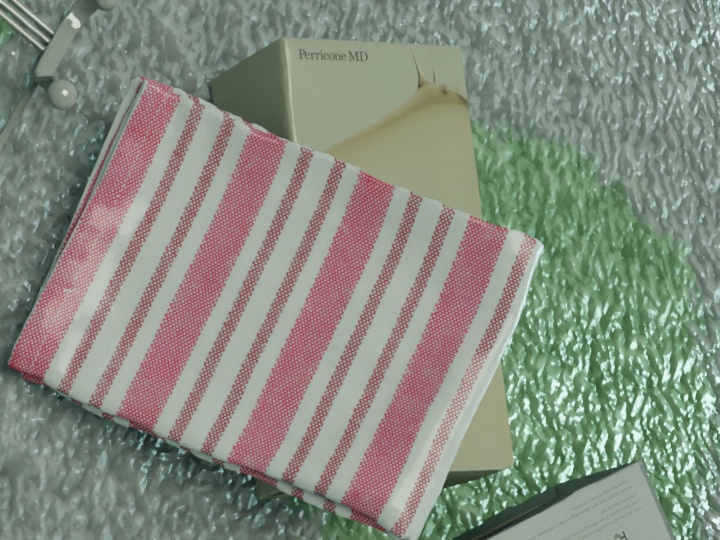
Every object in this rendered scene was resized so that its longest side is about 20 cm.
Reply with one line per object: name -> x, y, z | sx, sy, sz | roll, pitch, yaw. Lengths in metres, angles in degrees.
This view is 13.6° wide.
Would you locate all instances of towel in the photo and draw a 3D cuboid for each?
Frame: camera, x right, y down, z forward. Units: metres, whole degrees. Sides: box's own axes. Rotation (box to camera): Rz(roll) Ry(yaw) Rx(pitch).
towel -> -0.037, 0.016, 1.311 | 0.199, 0.030, 0.147 | 23, 82, 6

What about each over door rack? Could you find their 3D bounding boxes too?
over door rack -> -0.203, -0.089, 1.284 | 0.148, 0.067, 0.201 | 39, 60, -17

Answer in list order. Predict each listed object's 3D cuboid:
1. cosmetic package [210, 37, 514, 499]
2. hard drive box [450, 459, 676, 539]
cosmetic package -> 0.000, 0.000, 1.383 | 0.103, 0.073, 0.201 | -1, 79, -31
hard drive box -> 0.094, 0.211, 1.381 | 0.155, 0.077, 0.201 | -22, 89, -34
